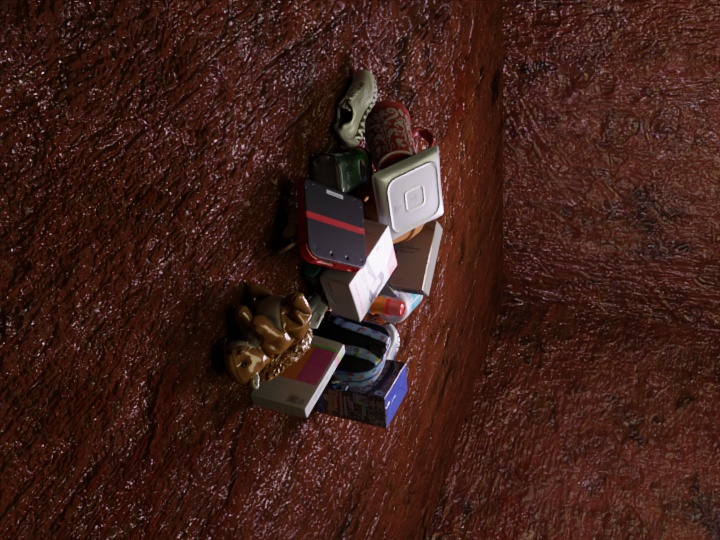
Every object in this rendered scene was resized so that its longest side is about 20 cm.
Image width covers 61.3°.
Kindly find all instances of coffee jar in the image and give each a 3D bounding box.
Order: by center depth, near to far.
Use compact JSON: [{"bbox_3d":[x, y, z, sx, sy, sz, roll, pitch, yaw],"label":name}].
[{"bbox_3d":[-0.039,-0.236,1.453,0.200,0.085,0.105,-32,120,-61],"label":"coffee jar"}]

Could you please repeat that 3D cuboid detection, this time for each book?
[{"bbox_3d":[-0.132,0.223,1.328,0.200,0.132,0.048,-55,146,-46],"label":"book"}]

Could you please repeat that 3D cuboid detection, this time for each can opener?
[{"bbox_3d":[-0.090,0.055,1.460,0.067,0.052,0.201,-54,-172,49],"label":"can opener"}]

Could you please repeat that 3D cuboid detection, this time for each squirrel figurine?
[{"bbox_3d":[-0.182,0.153,1.190,0.188,0.140,0.201,-60,148,-29],"label":"squirrel figurine"}]

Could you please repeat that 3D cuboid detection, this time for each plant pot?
[{"bbox_3d":[0.049,-0.144,1.592,0.140,0.199,0.202,-38,135,-35],"label":"plant pot"}]

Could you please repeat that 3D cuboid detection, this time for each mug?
[{"bbox_3d":[0.098,-0.326,1.540,0.134,0.176,0.201,65,12,-45],"label":"mug"}]

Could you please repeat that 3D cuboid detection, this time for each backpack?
[{"bbox_3d":[-0.023,0.208,1.499,0.183,0.198,0.135,-60,149,-43],"label":"backpack"}]

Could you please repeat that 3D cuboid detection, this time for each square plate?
[{"bbox_3d":[0.126,-0.180,1.490,0.197,0.028,0.201,-28,129,-21],"label":"square plate"}]

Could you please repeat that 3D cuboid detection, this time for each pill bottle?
[{"bbox_3d":[0.134,0.084,1.949,0.200,0.110,0.112,-36,130,-60],"label":"pill bottle"}]

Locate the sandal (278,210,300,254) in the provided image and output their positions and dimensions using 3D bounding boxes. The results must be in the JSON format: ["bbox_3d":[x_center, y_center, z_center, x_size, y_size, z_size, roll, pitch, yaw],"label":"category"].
[{"bbox_3d":[-0.132,-0.099,1.328,0.070,0.077,0.212,60,32,-4],"label":"sandal"}]

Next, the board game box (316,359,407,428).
[{"bbox_3d":[0.004,0.307,1.598,0.160,0.198,0.098,-48,140,-54],"label":"board game box"}]

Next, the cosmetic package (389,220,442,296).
[{"bbox_3d":[0.156,-0.038,1.701,0.073,0.103,0.202,37,63,-63],"label":"cosmetic package"}]

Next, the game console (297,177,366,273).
[{"bbox_3d":[-0.060,-0.093,1.315,0.199,0.031,0.179,14,66,-49],"label":"game console"}]

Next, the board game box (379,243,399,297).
[{"bbox_3d":[0.072,-0.038,1.767,0.103,0.104,0.202,44,58,-63],"label":"board game box"}]

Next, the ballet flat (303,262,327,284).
[{"bbox_3d":[-0.076,-0.051,1.456,0.201,0.072,0.073,-65,153,-22],"label":"ballet flat"}]

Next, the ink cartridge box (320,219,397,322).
[{"bbox_3d":[0.000,0.000,1.464,0.201,0.084,0.145,-56,148,-30],"label":"ink cartridge box"}]

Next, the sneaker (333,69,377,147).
[{"bbox_3d":[-0.015,-0.406,1.481,0.081,0.075,0.202,33,66,-56],"label":"sneaker"}]

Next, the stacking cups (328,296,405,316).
[{"bbox_3d":[0.018,0.082,1.553,0.060,0.198,0.061,7,90,-69],"label":"stacking cups"}]

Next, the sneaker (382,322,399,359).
[{"bbox_3d":[0.069,0.265,1.913,0.086,0.074,0.202,5,93,-62],"label":"sneaker"}]
